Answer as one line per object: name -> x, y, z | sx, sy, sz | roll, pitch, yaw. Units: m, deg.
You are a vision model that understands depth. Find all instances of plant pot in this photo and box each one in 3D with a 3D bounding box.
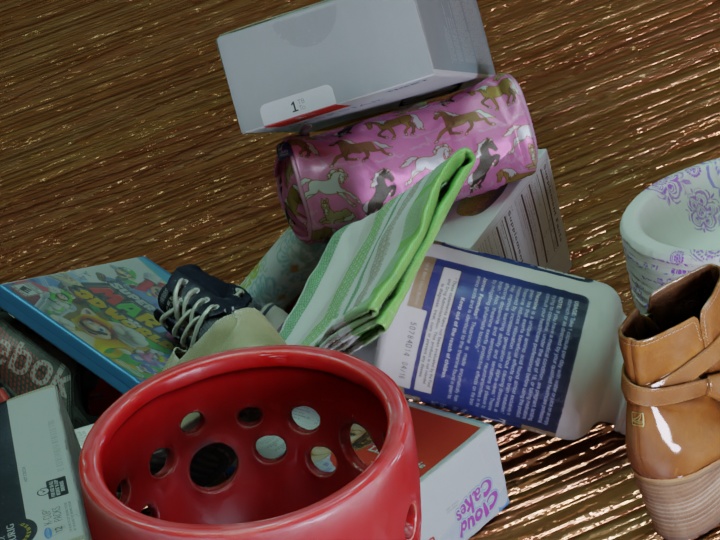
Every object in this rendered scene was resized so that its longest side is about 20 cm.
plant pot -> -0.057, 0.169, 1.297 | 0.199, 0.183, 0.201 | -7, 32, 4

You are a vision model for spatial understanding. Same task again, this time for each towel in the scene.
towel -> -0.020, -0.041, 1.750 | 0.200, 0.048, 0.171 | -48, -1, -41
towel -> 0.000, 0.000, 1.464 | 0.150, 0.031, 0.200 | -63, 13, -26

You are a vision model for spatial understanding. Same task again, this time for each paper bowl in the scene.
paper bowl -> 0.292, -0.006, 1.538 | 0.200, 0.105, 0.201 | -12, 20, 4

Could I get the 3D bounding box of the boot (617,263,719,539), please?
boot -> 0.234, 0.061, 1.393 | 0.200, 0.156, 0.076 | -34, 31, -33

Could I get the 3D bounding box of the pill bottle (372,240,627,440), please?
pill bottle -> 0.115, 0.053, 1.476 | 0.199, 0.111, 0.111 | 14, 32, 5

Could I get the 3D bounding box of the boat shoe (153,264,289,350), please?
boat shoe -> -0.114, 0.046, 1.566 | 0.092, 0.075, 0.200 | 29, 5, 2

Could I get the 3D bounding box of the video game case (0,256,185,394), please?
video game case -> -0.170, 0.041, 1.648 | 0.143, 0.018, 0.200 | 32, 19, 20

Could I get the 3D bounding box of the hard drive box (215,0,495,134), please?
hard drive box -> 0.001, -0.161, 1.628 | 0.155, 0.077, 0.200 | -16, -1, 18

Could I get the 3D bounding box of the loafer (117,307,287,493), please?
loafer -> -0.109, 0.091, 1.438 | 0.200, 0.075, 0.069 | -36, 50, 37

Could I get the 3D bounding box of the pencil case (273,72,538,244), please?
pencil case -> 0.035, -0.085, 1.613 | 0.199, 0.087, 0.083 | -16, 11, -10

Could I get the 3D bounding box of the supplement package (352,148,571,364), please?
supplement package -> 0.070, -0.001, 1.653 | 0.113, 0.110, 0.200 | 0, 30, 28

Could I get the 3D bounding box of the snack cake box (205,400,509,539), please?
snack cake box -> -0.011, 0.140, 1.473 | 0.199, 0.067, 0.115 | 14, 37, 44

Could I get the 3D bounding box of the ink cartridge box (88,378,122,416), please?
ink cartridge box -> -0.226, 0.077, 1.711 | 0.116, 0.068, 0.200 | -15, 27, 2

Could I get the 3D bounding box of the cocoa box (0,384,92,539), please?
cocoa box -> -0.227, 0.192, 1.375 | 0.131, 0.134, 0.200 | -19, 30, -5

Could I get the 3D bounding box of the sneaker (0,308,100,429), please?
sneaker -> -0.252, 0.072, 1.613 | 0.098, 0.201, 0.071 | -33, -13, -8

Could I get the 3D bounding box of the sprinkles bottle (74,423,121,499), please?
sprinkles bottle -> -0.203, 0.147, 1.536 | 0.199, 0.069, 0.068 | -16, 25, -18
